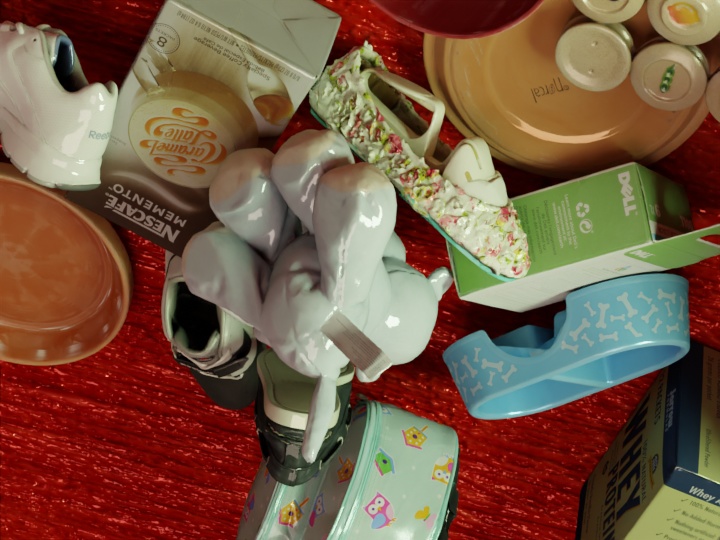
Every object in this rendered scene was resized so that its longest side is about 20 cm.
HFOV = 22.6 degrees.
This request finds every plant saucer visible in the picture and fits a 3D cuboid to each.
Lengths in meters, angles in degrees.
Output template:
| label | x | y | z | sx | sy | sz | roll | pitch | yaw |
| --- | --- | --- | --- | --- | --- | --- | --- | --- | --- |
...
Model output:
| label | x | y | z | sx | sy | sz | roll | pitch | yaw |
| --- | --- | --- | --- | --- | --- | --- | --- | --- | --- |
| plant saucer | 0.139 | -0.139 | 1.187 | 0.198 | 0.032 | 0.202 | 7 | 133 | 8 |
| plant saucer | -0.274 | -0.007 | 1.414 | 0.198 | 0.032 | 0.202 | 7 | 132 | 8 |

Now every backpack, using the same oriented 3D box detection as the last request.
| label | x | y | z | sx | sy | sz | roll | pitch | yaw |
| --- | --- | --- | --- | --- | --- | --- | --- | --- | --- |
| backpack | -0.008 | 0.185 | 1.395 | 0.152 | 0.177 | 0.200 | 26 | 161 | -15 |

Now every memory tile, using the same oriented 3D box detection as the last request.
| label | x | y | z | sx | sy | sz | roll | pitch | yaw |
| --- | --- | --- | --- | --- | --- | --- | --- | --- | --- |
| memory tile | 0.203 | -0.177 | 1.080 | 0.152 | 0.017 | 0.201 | 19 | 134 | 9 |

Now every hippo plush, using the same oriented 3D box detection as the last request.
| label | x | y | z | sx | sy | sz | roll | pitch | yaw |
| --- | --- | --- | --- | --- | --- | --- | --- | --- | --- |
| hippo plush | 0.000 | 0.000 | 1.204 | 0.160 | 0.200 | 0.160 | 6 | 127 | -54 |

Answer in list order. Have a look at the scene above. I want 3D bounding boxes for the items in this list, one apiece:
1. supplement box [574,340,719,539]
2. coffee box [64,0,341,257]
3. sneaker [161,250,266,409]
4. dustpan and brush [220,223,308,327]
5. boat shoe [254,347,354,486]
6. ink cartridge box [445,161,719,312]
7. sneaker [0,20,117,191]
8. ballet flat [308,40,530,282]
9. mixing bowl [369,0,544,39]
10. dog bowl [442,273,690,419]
| label | x | y | z | sx | sy | sz | roll | pitch | yaw |
| --- | --- | --- | --- | --- | --- | --- | --- | --- | --- |
| supplement box | 0.291 | 0.195 | 1.391 | 0.198 | 0.135 | 0.201 | 21 | 133 | -6 |
| coffee box | -0.111 | -0.112 | 1.247 | 0.114 | 0.080 | 0.201 | 27 | 132 | -9 |
| sneaker | -0.121 | 0.050 | 1.393 | 0.073 | 0.089 | 0.201 | -1 | 133 | 12 |
| dustpan and brush | -0.051 | 0.012 | 1.350 | 0.139 | 0.057 | 0.201 | -28 | 137 | -11 |
| boat shoe | -0.042 | 0.104 | 1.298 | 0.074 | 0.199 | 0.067 | 7 | 101 | -6 |
| ink cartridge box | 0.170 | -0.027 | 1.238 | 0.198 | 0.060 | 0.104 | -17 | 165 | 27 |
| sneaker | -0.237 | -0.139 | 1.234 | 0.199 | 0.074 | 0.088 | 37 | 112 | 18 |
| ballet flat | 0.045 | -0.077 | 1.199 | 0.200 | 0.075 | 0.064 | 42 | 116 | 14 |
| mixing bowl | 0.066 | -0.248 | 1.043 | 0.199 | 0.108 | 0.202 | 23 | 130 | 30 |
| dog bowl | 0.154 | 0.060 | 1.320 | 0.199 | 0.050 | 0.111 | -23 | 159 | 33 |
